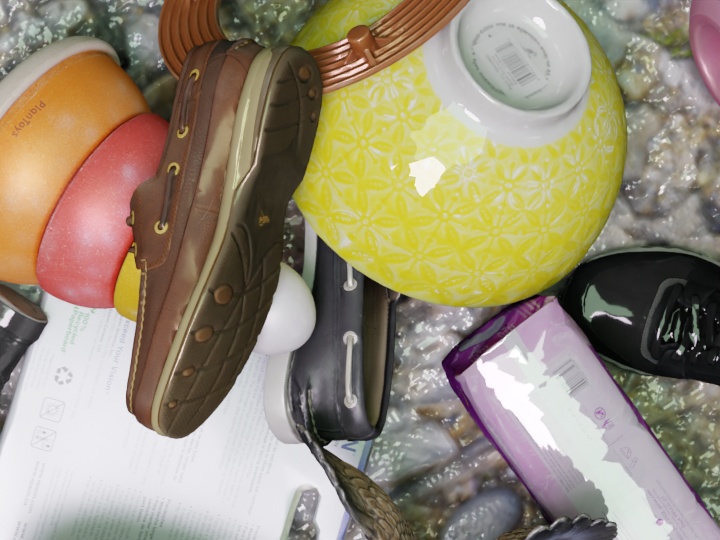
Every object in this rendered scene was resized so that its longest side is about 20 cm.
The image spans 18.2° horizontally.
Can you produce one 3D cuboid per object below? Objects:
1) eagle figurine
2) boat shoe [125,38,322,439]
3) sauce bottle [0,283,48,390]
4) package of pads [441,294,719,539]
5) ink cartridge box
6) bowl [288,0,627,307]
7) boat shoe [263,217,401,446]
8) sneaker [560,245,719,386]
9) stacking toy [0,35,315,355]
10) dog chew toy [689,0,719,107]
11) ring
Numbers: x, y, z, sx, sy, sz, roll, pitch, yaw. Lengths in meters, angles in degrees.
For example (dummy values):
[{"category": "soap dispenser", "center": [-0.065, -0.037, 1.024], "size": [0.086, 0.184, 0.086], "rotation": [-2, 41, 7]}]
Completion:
[{"category": "eagle figurine", "center": [0.040, 0.169, 1.158], "size": [0.152, 0.151, 0.200], "rotation": [-7, 120, -23]}, {"category": "boat shoe", "center": [-0.078, -0.018, 1.102], "size": [0.068, 0.072, 0.200], "rotation": [14, 86, 24]}, {"category": "sauce bottle", "center": [-0.238, 0.098, 1.214], "size": [0.065, 0.065, 0.200], "rotation": [36, 97, -2]}, {"category": "package of pads", "center": [0.128, 0.110, 1.215], "size": [0.076, 0.121, 0.200], "rotation": [-36, 92, -2]}, {"category": "ink cartridge box", "center": [-0.105, 0.124, 1.243], "size": [0.200, 0.041, 0.200], "rotation": [18, 88, -3]}, {"category": "bowl", "center": [0.063, -0.090, 1.177], "size": [0.200, 0.108, 0.200], "rotation": [9, 64, -19]}, {"category": "boat shoe", "center": [0.000, 0.000, 1.207], "size": [0.060, 0.074, 0.200], "rotation": [1, 61, 25]}, {"category": "sneaker", "center": [0.212, 0.034, 1.235], "size": [0.200, 0.088, 0.076], "rotation": [15, 89, -2]}, {"category": "stacking toy", "center": [-0.111, -0.016, 1.171], "size": [0.200, 0.146, 0.146], "rotation": [35, 88, 14]}, {"category": "dog chew toy", "center": [0.282, -0.152, 1.228], "size": [0.200, 0.125, 0.125], "rotation": [-26, 91, -10]}, {"category": "ring", "center": [-0.019, -0.162, 1.186], "size": [0.200, 0.200, 0.019], "rotation": [-31, 131, -2]}]
